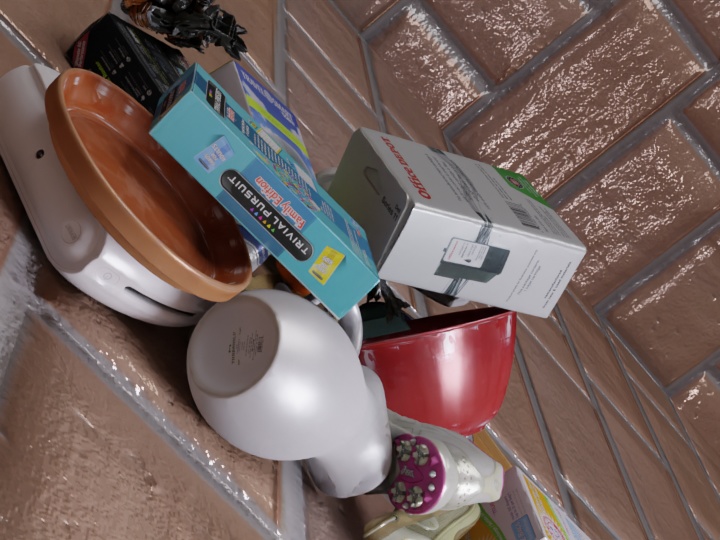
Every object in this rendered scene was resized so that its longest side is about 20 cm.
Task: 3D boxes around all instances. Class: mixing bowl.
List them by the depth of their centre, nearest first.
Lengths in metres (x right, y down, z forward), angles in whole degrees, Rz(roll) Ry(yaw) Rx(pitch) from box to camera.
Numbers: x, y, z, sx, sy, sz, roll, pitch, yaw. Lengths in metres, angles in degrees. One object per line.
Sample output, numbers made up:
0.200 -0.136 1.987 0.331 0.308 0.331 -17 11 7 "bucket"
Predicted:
0.061 0.105 1.443 0.200 0.199 0.109 -14 93 -76 "mixing bowl"

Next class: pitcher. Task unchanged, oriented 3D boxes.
-0.049 0.069 1.186 0.200 0.121 0.173 41 42 -55 "pitcher"

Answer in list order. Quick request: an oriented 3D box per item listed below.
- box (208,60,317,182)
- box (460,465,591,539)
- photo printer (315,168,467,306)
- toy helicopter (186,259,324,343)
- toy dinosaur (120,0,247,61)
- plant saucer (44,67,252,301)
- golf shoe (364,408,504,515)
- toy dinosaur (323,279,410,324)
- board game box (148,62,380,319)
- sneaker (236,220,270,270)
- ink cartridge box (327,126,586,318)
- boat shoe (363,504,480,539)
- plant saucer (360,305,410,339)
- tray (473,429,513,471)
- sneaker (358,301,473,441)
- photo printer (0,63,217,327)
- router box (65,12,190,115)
-0.089 -0.108 1.455 0.122 0.047 0.201 39 26 -53 "box"
0.176 0.299 1.436 0.200 0.101 0.113 45 14 -27 "box"
0.036 -0.040 1.594 0.199 0.070 0.166 32 6 12 "photo printer"
-0.078 0.059 1.297 0.133 0.079 0.200 52 25 12 "toy helicopter"
-0.177 -0.253 1.459 0.200 0.135 0.103 -25 117 -68 "toy dinosaur"
-0.155 -0.058 1.095 0.200 0.032 0.200 48 13 -15 "plant saucer"
0.045 0.160 1.284 0.091 0.076 0.200 7 8 -28 "golf shoe"
0.000 0.000 1.389 0.088 0.047 0.200 49 16 -22 "toy dinosaur"
-0.075 -0.065 1.183 0.200 0.047 0.151 45 8 -14 "board game box"
-0.143 -0.072 1.310 0.200 0.088 0.075 55 -13 21 "sneaker"
0.085 -0.044 1.403 0.199 0.083 0.147 14 26 -30 "ink cartridge box"
0.050 0.213 1.305 0.063 0.073 0.201 57 20 2 "boat shoe"
0.010 0.050 1.487 0.200 0.069 0.019 -100 178 -87 "plant saucer"
0.144 0.229 1.671 0.201 0.037 0.099 54 12 7 "tray"
0.043 0.111 1.561 0.201 0.074 0.087 57 20 22 "sneaker"
-0.191 -0.048 1.166 0.166 0.069 0.201 30 25 -58 "photo printer"
-0.182 -0.142 1.477 0.201 0.062 0.150 56 14 18 "router box"
